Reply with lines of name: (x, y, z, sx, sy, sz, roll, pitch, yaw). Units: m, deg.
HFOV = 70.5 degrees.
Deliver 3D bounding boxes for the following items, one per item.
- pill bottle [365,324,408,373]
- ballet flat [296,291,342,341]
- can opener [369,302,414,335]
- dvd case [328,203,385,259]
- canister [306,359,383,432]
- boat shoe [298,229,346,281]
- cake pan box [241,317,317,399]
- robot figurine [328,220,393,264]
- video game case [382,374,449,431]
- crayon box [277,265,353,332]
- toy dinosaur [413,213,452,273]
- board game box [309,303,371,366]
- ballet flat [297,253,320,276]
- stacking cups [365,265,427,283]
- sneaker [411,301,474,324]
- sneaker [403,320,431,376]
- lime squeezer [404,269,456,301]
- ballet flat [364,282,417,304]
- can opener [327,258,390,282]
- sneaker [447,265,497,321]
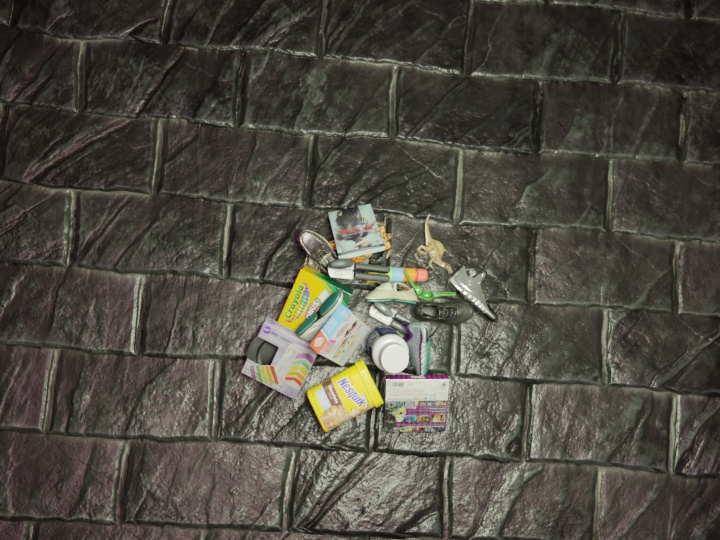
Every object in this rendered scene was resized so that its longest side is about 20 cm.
pill bottle: (0.082, 0.236, 1.517, 0.110, 0.200, 0.113, -1, 96, -9)
ballet flat: (-0.105, 0.139, 1.506, 0.070, 0.069, 0.200, 47, 110, 1)
can opener: (0.117, 0.161, 1.603, 0.199, 0.066, 0.053, 30, 86, -6)
dvd case: (-0.015, -0.123, 1.574, 0.144, 0.022, 0.201, -12, 50, -3)
canister: (-0.048, 0.386, 1.566, 0.198, 0.087, 0.150, -27, 88, -3)
boat shoe: (-0.108, -0.043, 1.539, 0.072, 0.065, 0.200, -41, 98, -1)
cake pan box: (-0.245, 0.267, 1.556, 0.198, 0.052, 0.186, 28, 101, -1)
robot figurine: (0.008, -0.077, 1.612, 0.198, 0.058, 0.147, -21, 90, -4)
video game case: (0.170, 0.410, 1.573, 0.197, 0.036, 0.184, 0, 106, -3)
crayon box: (-0.139, 0.113, 1.559, 0.171, 0.058, 0.202, 25, 107, -2)
toy dinosaur: (0.222, -0.070, 1.635, 0.100, 0.058, 0.202, -28, 96, -20)
board game box: (-0.055, 0.197, 1.523, 0.040, 0.200, 0.154, 35, 83, 28)
ballet flat: (-0.158, -0.006, 1.596, 0.075, 0.064, 0.203, 11, 86, 4)
stacking cups: (0.114, 0.011, 1.601, 0.197, 0.060, 0.061, 0, 86, -10)
sneaker: (0.262, 0.133, 1.597, 0.197, 0.091, 0.077, -1, 85, -5)
sneaker: (0.171, 0.247, 1.588, 0.086, 0.074, 0.203, 8, 110, 20)
lime squeezer: (0.202, 0.061, 1.603, 0.198, 0.071, 0.038, 25, 50, -21)
ballet flat: (0.095, 0.067, 1.573, 0.198, 0.069, 0.070, 6, 85, -38)
can opener: (0.000, 0.000, 1.509, 0.197, 0.067, 0.054, 6, 77, -17)
sneaker: (0.383, 0.061, 1.618, 0.200, 0.075, 0.116, 42, 83, 1)
